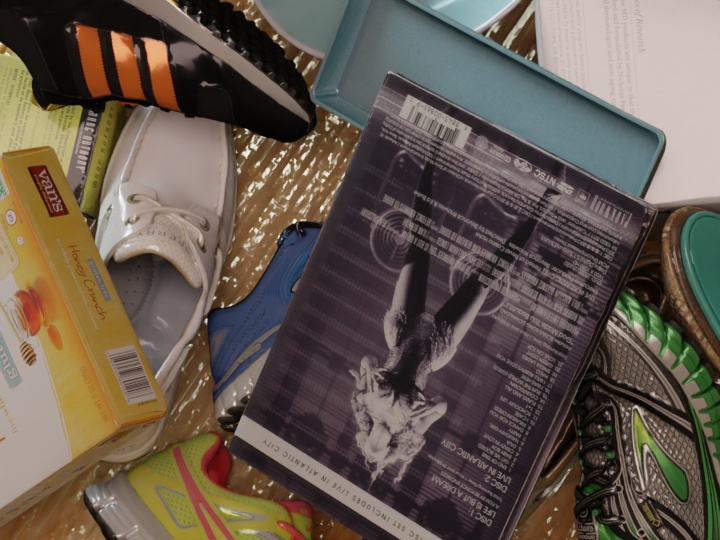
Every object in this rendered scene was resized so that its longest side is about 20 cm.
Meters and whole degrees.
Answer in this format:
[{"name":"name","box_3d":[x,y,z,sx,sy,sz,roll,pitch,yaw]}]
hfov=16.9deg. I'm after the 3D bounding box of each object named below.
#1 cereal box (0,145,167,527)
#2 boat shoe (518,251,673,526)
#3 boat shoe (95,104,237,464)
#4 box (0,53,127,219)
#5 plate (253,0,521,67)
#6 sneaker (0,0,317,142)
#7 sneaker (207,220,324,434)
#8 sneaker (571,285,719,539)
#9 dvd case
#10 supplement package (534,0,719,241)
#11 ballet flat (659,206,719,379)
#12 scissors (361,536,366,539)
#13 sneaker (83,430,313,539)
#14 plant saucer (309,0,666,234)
[{"name":"cereal box","box_3d":[-0.191,0.049,1.182,0.200,0.039,0.144,-35,77,38]},{"name":"boat shoe","box_3d":[0.083,0.066,1.193,0.073,0.063,0.200,40,88,9]},{"name":"boat shoe","box_3d":[-0.099,-0.005,1.205,0.070,0.069,0.201,12,74,-8]},{"name":"box","box_3d":[-0.225,-0.081,1.252,0.199,0.050,0.076,11,84,7]},{"name":"plate","box_3d":[0.028,-0.193,1.227,0.199,0.026,0.201,-9,69,26]},{"name":"sneaker","box_3d":[-0.119,-0.107,1.199,0.200,0.070,0.090,32,107,-16]},{"name":"sneaker","box_3d":[0.000,0.000,1.191,0.199,0.078,0.089,-31,59,17]},{"name":"sneaker","box_3d":[0.129,0.086,1.122,0.085,0.078,0.201,-34,100,-16]},{"name":"dvd case","box_3d":[0.034,0.030,1.112,0.148,0.016,0.201,29,103,27]},{"name":"supplement package","box_3d":[0.188,-0.083,1.173,0.199,0.121,0.121,-5,82,6]},{"name":"ballet flat","box_3d":[0.196,0.046,1.150,0.200,0.065,0.071,43,60,-20]},{"name":"scissors","box_3d":[0.008,0.121,1.158,0.073,0.014,0.200,15,67,49]},{"name":"sneaker","box_3d":[-0.049,0.153,1.177,0.090,0.078,0.200,-36,64,-13]},{"name":"plant saucer","box_3d":[0.059,-0.072,1.134,0.200,0.019,0.070,33,108,37]}]
